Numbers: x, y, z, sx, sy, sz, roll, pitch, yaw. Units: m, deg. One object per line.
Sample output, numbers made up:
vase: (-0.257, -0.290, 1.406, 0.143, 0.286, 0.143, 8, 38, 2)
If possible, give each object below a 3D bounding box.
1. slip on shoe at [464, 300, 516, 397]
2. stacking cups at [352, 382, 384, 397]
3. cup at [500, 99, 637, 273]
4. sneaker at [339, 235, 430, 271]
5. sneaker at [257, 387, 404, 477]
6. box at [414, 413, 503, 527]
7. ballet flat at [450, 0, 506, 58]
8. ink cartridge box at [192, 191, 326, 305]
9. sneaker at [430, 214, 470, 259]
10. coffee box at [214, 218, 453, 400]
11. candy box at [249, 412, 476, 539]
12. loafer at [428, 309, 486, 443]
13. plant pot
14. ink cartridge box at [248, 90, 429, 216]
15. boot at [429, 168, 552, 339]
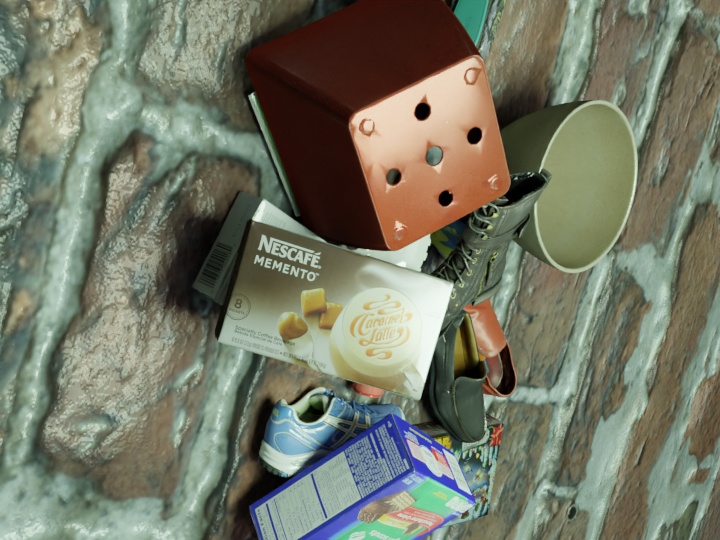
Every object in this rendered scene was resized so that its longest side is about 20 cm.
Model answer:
slip on shoe: (0.161, 0.085, 1.117, 0.074, 0.061, 0.203, -36, 122, -25)
stacking cups: (0.028, 0.047, 0.991, 0.060, 0.060, 0.205, 6, 100, -41)
cup: (0.227, -0.113, 1.058, 0.197, 0.142, 0.205, -13, 111, -36)
sneaker: (0.000, 0.000, 0.881, 0.080, 0.076, 0.202, 41, 74, -31)
sneaker: (-0.023, 0.176, 0.974, 0.197, 0.075, 0.079, -6, 111, -41)
box: (0.104, 0.272, 1.138, 0.197, 0.040, 0.140, -1, 103, -40)
ballet flat: (0.143, -0.327, 0.983, 0.071, 0.071, 0.205, 19, 91, -42)
ink cartridge box: (-0.071, 0.015, 0.903, 0.199, 0.050, 0.111, 34, 80, -43)
sneaker: (0.129, -0.049, 1.018, 0.198, 0.104, 0.077, 29, 85, -41)
coffee box: (-0.027, 0.035, 0.802, 0.196, 0.080, 0.117, 18, 90, -12)
candy box: (0.005, 0.263, 0.951, 0.198, 0.078, 0.169, -35, 142, 14)
loafer: (0.125, 0.133, 1.071, 0.073, 0.071, 0.203, -39, 117, -36)
plant pot: (0.033, -0.133, 0.808, 0.197, 0.176, 0.203, -27, 121, -12)
ink cartridge box: (-0.011, -0.168, 0.903, 0.197, 0.048, 0.148, -27, 121, -9)
boot: (0.110, -0.020, 0.905, 0.198, 0.069, 0.176, -32, 154, -33)
